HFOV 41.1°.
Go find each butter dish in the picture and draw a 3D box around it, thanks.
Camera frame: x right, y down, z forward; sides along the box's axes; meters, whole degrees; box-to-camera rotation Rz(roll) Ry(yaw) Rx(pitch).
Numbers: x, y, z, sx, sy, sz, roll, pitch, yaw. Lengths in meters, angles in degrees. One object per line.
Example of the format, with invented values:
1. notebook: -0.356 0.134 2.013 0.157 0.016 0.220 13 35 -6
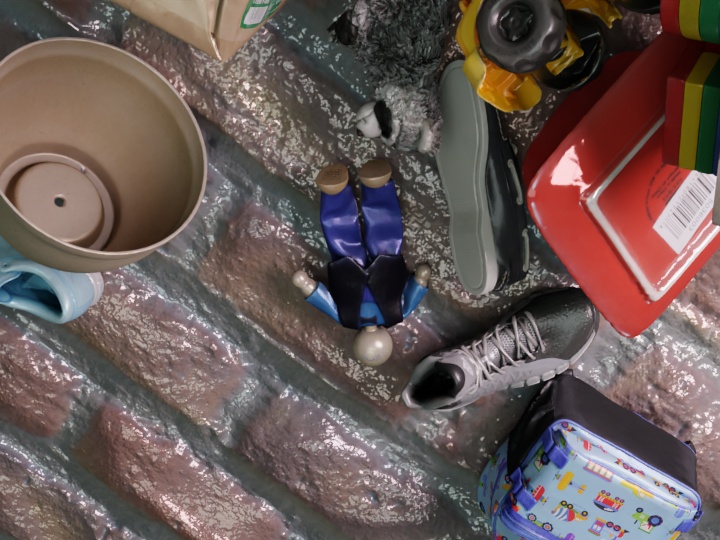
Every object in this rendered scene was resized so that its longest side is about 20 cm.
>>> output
1. butter dish: 0.208 -0.085 0.781 0.200 0.148 0.199 -47 124 -3

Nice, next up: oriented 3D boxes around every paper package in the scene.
1. paper package: -0.136 -0.266 0.729 0.188 0.201 0.104 27 116 -4

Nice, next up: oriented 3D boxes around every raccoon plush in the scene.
1. raccoon plush: 0.066 -0.185 0.777 0.199 0.097 0.135 -36 98 23

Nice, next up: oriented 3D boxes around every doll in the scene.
1. doll: 0.000 0.000 0.902 0.134 0.049 0.203 -7 118 3

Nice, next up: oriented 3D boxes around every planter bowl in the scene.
1. planter bowl: -0.252 -0.083 0.850 0.200 0.201 0.134 44 141 -10

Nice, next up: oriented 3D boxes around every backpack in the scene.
1. backpack: 0.204 0.227 0.919 0.181 0.135 0.201 31 118 -3

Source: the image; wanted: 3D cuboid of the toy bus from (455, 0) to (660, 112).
1. toy bus: 0.127 -0.243 0.680 0.200 0.135 0.193 -43 73 24

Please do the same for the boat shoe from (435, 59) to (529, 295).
1. boat shoe: 0.111 -0.082 0.840 0.059 0.074 0.204 -12 97 -28

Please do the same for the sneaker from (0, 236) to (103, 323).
1. sneaker: -0.355 -0.011 0.943 0.197 0.082 0.075 23 115 0

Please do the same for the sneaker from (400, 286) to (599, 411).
1. sneaker: 0.122 0.082 0.871 0.198 0.115 0.076 -32 79 21

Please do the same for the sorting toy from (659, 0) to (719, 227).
1. sorting toy: 0.248 -0.169 0.606 0.069 0.201 0.201 19 144 29
